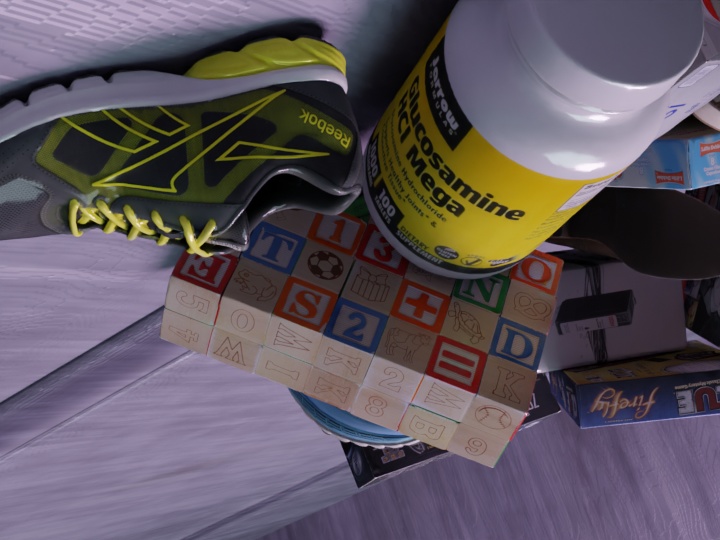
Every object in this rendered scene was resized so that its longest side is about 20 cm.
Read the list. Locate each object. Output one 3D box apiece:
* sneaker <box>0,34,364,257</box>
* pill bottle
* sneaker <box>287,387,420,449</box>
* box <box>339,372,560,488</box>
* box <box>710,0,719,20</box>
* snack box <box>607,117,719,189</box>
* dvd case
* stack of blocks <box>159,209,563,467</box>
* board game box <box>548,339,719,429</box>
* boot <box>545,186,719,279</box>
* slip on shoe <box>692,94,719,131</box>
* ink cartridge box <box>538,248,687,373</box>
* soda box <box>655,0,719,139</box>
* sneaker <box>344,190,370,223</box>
[{"bbox_3d":[-0.089,-0.042,0.546,0.199,0.085,0.075,-20,165,-10],"label":"sneaker"},{"bbox_3d":[0.079,-0.079,0.604,0.112,0.113,0.200,-16,164,-23],"label":"pill bottle"},{"bbox_3d":[-0.028,0.040,0.769,0.078,0.200,0.090,-55,165,-25],"label":"sneaker"},{"bbox_3d":[0.063,0.088,1.112,0.199,0.161,0.044,-16,166,-25],"label":"box"},{"bbox_3d":[0.213,-0.103,0.533,0.068,0.201,0.082,-18,165,-12],"label":"box"},{"bbox_3d":[0.260,-0.091,0.894,0.199,0.037,0.116,-12,-169,-33],"label":"snack box"},{"bbox_3d":[0.293,-0.018,0.992,0.022,0.147,0.200,11,-173,-3],"label":"dvd case"},{"bbox_3d":[0.003,0.015,0.688,0.199,0.115,0.059,21,139,0],"label":"stack of blocks"},{"bbox_3d":[0.228,0.089,0.987,0.135,0.035,0.200,-6,-178,4],"label":"board game box"},{"bbox_3d":[0.234,-0.035,0.974,0.186,0.064,0.200,18,-172,31],"label":"boot"},{"bbox_3d":[0.282,-0.128,0.830,0.200,0.076,0.061,-21,173,-32],"label":"slip on shoe"},{"bbox_3d":[0.153,0.033,1.042,0.199,0.084,0.144,-6,-174,-18],"label":"ink cartridge box"},{"bbox_3d":[0.133,-0.098,0.708,0.063,0.068,0.200,-13,164,-37],"label":"soda box"},{"bbox_3d":[0.000,0.000,0.841,0.078,0.085,0.200,-21,167,-4],"label":"sneaker"}]
